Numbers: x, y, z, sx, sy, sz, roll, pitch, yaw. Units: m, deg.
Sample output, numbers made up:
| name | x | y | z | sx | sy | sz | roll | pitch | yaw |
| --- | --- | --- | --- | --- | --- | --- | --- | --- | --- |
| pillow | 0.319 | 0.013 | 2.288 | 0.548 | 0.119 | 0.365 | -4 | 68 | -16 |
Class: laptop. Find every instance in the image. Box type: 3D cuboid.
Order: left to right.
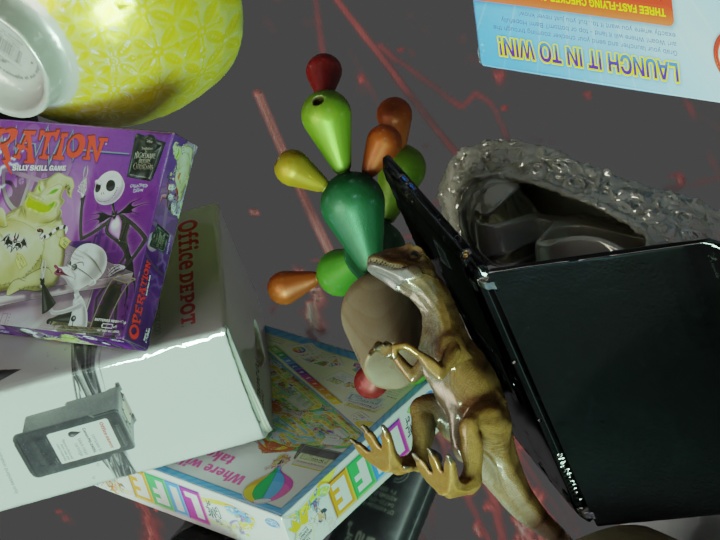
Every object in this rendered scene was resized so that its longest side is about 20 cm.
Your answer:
| name | x | y | z | sx | sy | sz | roll | pitch | yaw |
| --- | --- | --- | --- | --- | --- | --- | --- | --- | --- |
| laptop | 0.117 | 0.029 | 1.406 | 0.200 | 0.103 | 0.178 | 51 | 168 | 54 |

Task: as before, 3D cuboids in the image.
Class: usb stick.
| name | x | y | z | sx | sy | sz | roll | pitch | yaw |
| --- | --- | --- | --- | --- | --- | --- | --- | --- | --- |
| usb stick | -0.008 | 0.191 | 1.607 | 0.055 | 0.033 | 0.201 | 17 | 82 | 40 |

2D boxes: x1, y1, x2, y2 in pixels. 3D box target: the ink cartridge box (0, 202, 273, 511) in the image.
| name | x | y | z | sx | sy | sz | roll | pitch | yaw |
| --- | --- | --- | --- | --- | --- | --- | --- | --- | --- |
| ink cartridge box | -0.159 | 0.051 | 1.615 | 0.145 | 0.199 | 0.084 | -99 | -8 | -58 |

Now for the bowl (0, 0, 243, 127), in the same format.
| name | x | y | z | sx | sy | sz | roll | pitch | yaw |
| --- | --- | --- | --- | --- | --- | --- | --- | --- | --- |
| bowl | -0.177 | -0.150 | 1.590 | 0.200 | 0.108 | 0.201 | 25 | 142 | 22 |

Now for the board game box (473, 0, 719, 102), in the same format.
| name | x | y | z | sx | sy | sz | roll | pitch | yaw |
| --- | --- | --- | --- | --- | --- | --- | --- | --- | --- |
| board game box | 0.135 | -0.185 | 1.318 | 0.200 | 0.056 | 0.197 | 14 | 120 | 43 |

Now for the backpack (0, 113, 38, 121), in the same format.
| name | x | y | z | sx | sy | sz | roll | pitch | yaw |
| --- | --- | --- | --- | --- | --- | --- | --- | --- | --- |
| backpack | -0.246 | -0.003 | 1.759 | 0.153 | 0.163 | 0.200 | 29 | 138 | 15 |

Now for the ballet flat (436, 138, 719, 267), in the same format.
| name | x | y | z | sx | sy | sz | roll | pitch | yaw |
| --- | --- | --- | --- | --- | --- | --- | --- | --- | --- |
| ballet flat | 0.100 | -0.023 | 1.438 | 0.200 | 0.072 | 0.072 | 13 | 120 | 44 |

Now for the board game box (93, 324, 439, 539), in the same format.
| name | x | y | z | sx | sy | sz | roll | pitch | yaw |
| --- | --- | --- | --- | --- | --- | --- | --- | --- | --- |
| board game box | -0.067 | 0.090 | 1.623 | 0.200 | 0.134 | 0.034 | 16 | 135 | 42 |

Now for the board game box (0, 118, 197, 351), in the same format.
| name | x | y | z | sx | sy | sz | roll | pitch | yaw |
| --- | --- | --- | --- | --- | --- | --- | --- | --- | --- |
| board game box | -0.190 | -0.024 | 1.580 | 0.199 | 0.032 | 0.120 | 5 | 73 | 33 |

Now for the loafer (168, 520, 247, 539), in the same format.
| name | x | y | z | sx | sy | sz | roll | pitch | yaw |
| --- | --- | --- | --- | --- | --- | --- | --- | --- | --- |
| loafer | -0.069 | 0.168 | 1.622 | 0.073 | 0.200 | 0.071 | 6 | 111 | 22 |

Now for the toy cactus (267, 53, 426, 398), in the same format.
| name | x | y | z | sx | sy | sz | roll | pitch | yaw |
| --- | --- | --- | --- | --- | --- | --- | --- | --- | --- |
| toy cactus | 0.000 | 0.000 | 1.501 | 0.165 | 0.102 | 0.201 | -99 | 3 | -55 |

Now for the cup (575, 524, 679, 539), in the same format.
| name | x | y | z | sx | sy | sz | roll | pitch | yaw |
| --- | --- | --- | --- | --- | --- | --- | --- | --- | --- |
| cup | 0.139 | 0.214 | 1.403 | 0.143 | 0.200 | 0.201 | 58 | 143 | 30 |

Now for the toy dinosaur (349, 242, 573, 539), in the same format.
| name | x | y | z | sx | sy | sz | roll | pitch | yaw |
| --- | --- | --- | --- | --- | --- | --- | --- | --- | --- |
| toy dinosaur | 0.058 | 0.081 | 1.410 | 0.060 | 0.106 | 0.201 | -13 | 107 | 46 |

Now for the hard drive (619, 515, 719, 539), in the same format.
| name | x | y | z | sx | sy | sz | roll | pitch | yaw |
| --- | --- | --- | --- | --- | --- | --- | --- | --- | --- |
| hard drive | 0.216 | 0.169 | 1.448 | 0.200 | 0.027 | 0.132 | 58 | 140 | 6 |
